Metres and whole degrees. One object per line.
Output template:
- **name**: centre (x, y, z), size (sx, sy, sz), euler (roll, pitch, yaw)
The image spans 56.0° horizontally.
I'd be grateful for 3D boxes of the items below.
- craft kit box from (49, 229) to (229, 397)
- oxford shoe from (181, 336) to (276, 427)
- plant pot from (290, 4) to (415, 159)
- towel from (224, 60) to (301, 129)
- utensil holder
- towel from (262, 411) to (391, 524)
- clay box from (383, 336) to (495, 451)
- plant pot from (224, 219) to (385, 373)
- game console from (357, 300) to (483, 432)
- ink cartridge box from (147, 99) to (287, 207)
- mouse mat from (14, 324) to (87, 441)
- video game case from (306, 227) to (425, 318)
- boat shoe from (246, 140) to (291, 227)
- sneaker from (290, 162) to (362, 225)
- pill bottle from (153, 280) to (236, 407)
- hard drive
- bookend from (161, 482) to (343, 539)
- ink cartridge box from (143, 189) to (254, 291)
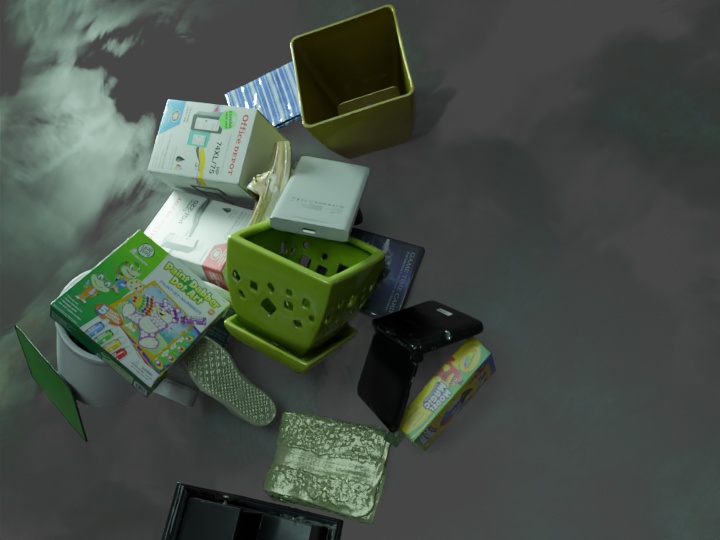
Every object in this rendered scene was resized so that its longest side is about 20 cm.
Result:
- **craft kit box**: centre (-0.343, 0.062, 1.072), size (0.199, 0.049, 0.198), euler (38, 48, 1)
- **oxford shoe**: centre (-0.223, 0.187, 1.125), size (0.200, 0.058, 0.075), euler (43, 69, -7)
- **plant pot**: centre (0.002, -0.321, 1.244), size (0.196, 0.177, 0.203), euler (-15, 65, 9)
- **towel**: centre (-0.179, -0.354, 1.396), size (0.197, 0.024, 0.147), euler (-24, 63, 6)
- **utensil holder**: centre (-0.429, 0.119, 1.148), size (0.167, 0.201, 0.173), euler (13, 54, -18)
- **towel**: centre (-0.053, 0.308, 1.081), size (0.196, 0.037, 0.151), euler (7, 70, 19)
- **clay box**: centre (0.123, 0.200, 1.029), size (0.047, 0.115, 0.200), euler (39, 84, 24)
- **plant pot**: centre (-0.097, 0.039, 1.103), size (0.197, 0.198, 0.185), euler (23, 113, 21)
- **game console**: centre (0.086, 0.138, 1.048), size (0.173, 0.200, 0.119), euler (-17, 102, -14)
- **ink cartridge box**: centre (-0.266, -0.219, 1.289), size (0.196, 0.146, 0.150), euler (10, 80, 19)
- **mouse mat**: centre (-0.554, 0.203, 1.214), size (0.199, 0.163, 0.007), euler (38, 50, 26)
- **video game case**: centre (0.000, 0.000, 1.201), size (0.197, 0.019, 0.145), euler (17, 74, 21)
- **boat shoe**: centre (-0.167, -0.137, 1.191), size (0.068, 0.074, 0.204), euler (12, 79, -15)
- **sneaker**: centre (-0.082, -0.120, 1.235), size (0.199, 0.075, 0.088), euler (31, 59, 33)
- **pill bottle**: centre (-0.289, 0.128, 1.182), size (0.109, 0.111, 0.203), euler (15, 73, 21)
- **hard drive**: centre (-0.064, -0.126, 1.148), size (0.129, 0.027, 0.201), euler (11, 39, 5)
- **bookend**: centre (-0.151, 0.385, 0.987), size (0.195, 0.200, 0.094), euler (6, 70, 19)
- **ink cartridge box**: centre (-0.291, -0.054, 1.258), size (0.197, 0.085, 0.147), euler (14, 58, 23)
